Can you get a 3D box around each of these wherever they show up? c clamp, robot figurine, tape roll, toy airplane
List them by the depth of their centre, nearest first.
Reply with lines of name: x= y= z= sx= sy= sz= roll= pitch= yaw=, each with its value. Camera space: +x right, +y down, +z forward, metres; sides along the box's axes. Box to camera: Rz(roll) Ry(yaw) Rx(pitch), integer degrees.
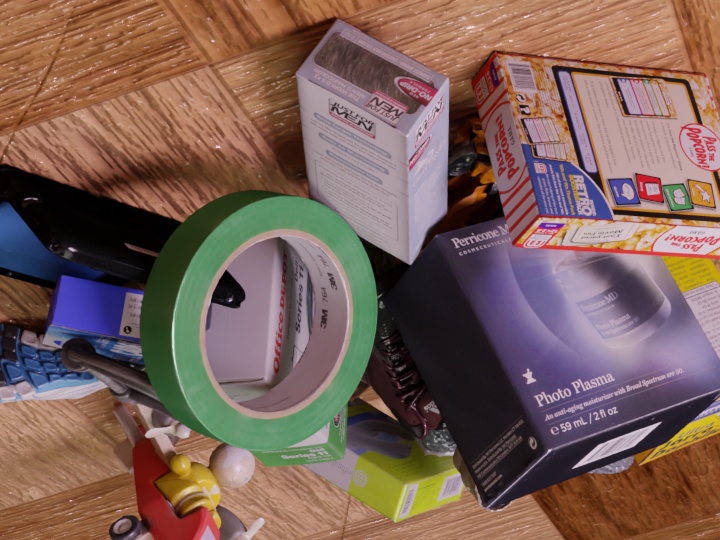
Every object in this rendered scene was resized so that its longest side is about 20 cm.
tape roll: x=-0.077 y=0.039 z=1.533 sx=0.200 sy=0.201 sz=0.048 roll=14 pitch=179 yaw=-40
c clamp: x=-0.193 y=0.096 z=1.617 sx=0.171 sy=0.027 sz=0.200 roll=25 pitch=170 yaw=10
robot figurine: x=0.099 y=-0.065 z=1.627 sx=0.145 sy=0.058 sz=0.200 roll=-1 pitch=152 yaw=-21
toy airplane: x=-0.170 y=0.198 z=1.891 sx=0.141 sy=0.200 sz=0.200 roll=-21 pitch=170 yaw=4

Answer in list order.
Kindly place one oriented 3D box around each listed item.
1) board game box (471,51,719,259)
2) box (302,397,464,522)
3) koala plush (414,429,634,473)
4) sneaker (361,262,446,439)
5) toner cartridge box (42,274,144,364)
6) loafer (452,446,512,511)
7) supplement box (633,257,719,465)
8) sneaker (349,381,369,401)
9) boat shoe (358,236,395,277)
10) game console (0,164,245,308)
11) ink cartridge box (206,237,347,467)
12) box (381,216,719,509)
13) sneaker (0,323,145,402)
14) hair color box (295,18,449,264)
board game box: x=0.197 y=-0.088 z=1.519 sx=0.199 sy=0.152 sz=0.046 roll=3 pitch=149 yaw=-26
box: x=-0.006 y=0.170 z=1.905 sx=0.122 sy=0.200 sz=0.048 roll=-9 pitch=122 yaw=-55
koala plush: x=0.151 y=0.112 z=1.838 sx=0.199 sy=0.184 sz=0.177 roll=-6 pitch=152 yaw=-17
sneaker: x=0.049 y=0.078 z=1.699 sx=0.076 sy=0.116 sz=0.200 roll=-32 pitch=158 yaw=-13
toner cartridge box: x=-0.212 y=0.043 z=1.625 sx=0.095 sy=0.043 sz=0.200 roll=13 pitch=171 yaw=-9
loafer: x=0.128 y=0.150 z=1.713 sx=0.075 sy=0.068 sz=0.200 roll=-19 pitch=154 yaw=-12
supplement box: x=0.259 y=0.050 z=1.729 sx=0.109 sy=0.200 sz=0.110 roll=-18 pitch=157 yaw=-26
sneaker: x=-0.079 y=0.099 z=1.867 sx=0.200 sy=0.090 sz=0.067 roll=-22 pitch=130 yaw=-41
boat shoe: x=0.000 y=0.000 z=1.719 sx=0.062 sy=0.072 sz=0.200 roll=-36 pitch=156 yaw=0
game console: x=-0.224 y=0.001 z=1.567 sx=0.200 sy=0.176 sz=0.117 roll=17 pitch=110 yaw=-44
ink cartridge box: x=-0.079 y=0.068 z=1.696 sx=0.083 sy=0.147 sz=0.200 roll=-6 pitch=155 yaw=18
box: x=0.158 y=0.058 z=1.588 sx=0.200 sy=0.199 sz=0.123 roll=-16 pitch=158 yaw=-32
sneaker: x=-0.288 y=0.092 z=1.764 sx=0.199 sy=0.075 sz=0.087 roll=-2 pitch=158 yaw=-16
hair color box: x=0.011 y=-0.094 z=1.482 sx=0.099 sy=0.061 sz=0.200 roll=30 pitch=158 yaw=16
